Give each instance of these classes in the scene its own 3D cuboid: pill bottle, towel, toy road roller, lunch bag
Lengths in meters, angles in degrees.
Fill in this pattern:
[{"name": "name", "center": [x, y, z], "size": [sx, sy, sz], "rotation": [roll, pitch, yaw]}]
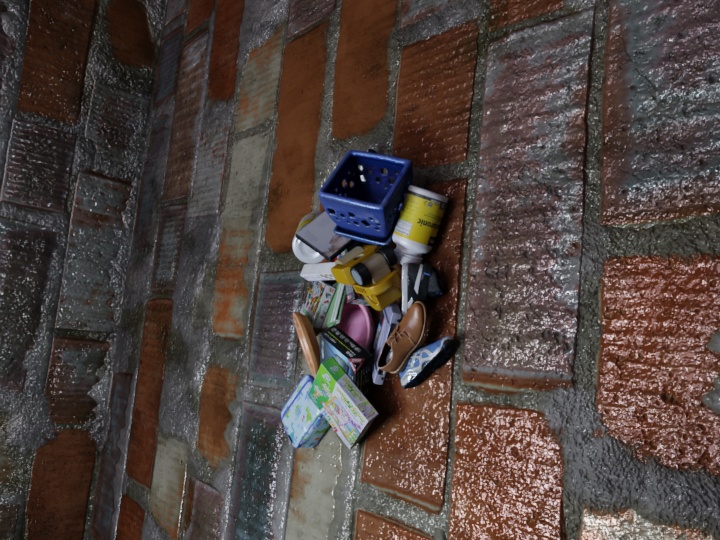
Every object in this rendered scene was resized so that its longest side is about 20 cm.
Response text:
[{"name": "pill bottle", "center": [0.148, -0.112, 1.611], "size": [0.111, 0.111, 0.202], "rotation": [28, 103, 48]}, {"name": "towel", "center": [-0.090, 0.112, 1.825], "size": [0.200, 0.023, 0.154], "rotation": [-40, 33, 58]}, {"name": "toy road roller", "center": [0.026, 0.022, 1.630], "size": [0.200, 0.122, 0.147], "rotation": [12, 132, 62]}, {"name": "lunch bag", "center": [-0.158, 0.426, 1.864], "size": [0.201, 0.082, 0.161], "rotation": [-55, 43, 24]}, {"name": "pill bottle", "center": [-0.141, -0.110, 1.885], "size": [0.112, 0.111, 0.200], "rotation": [-57, 11, 24]}]

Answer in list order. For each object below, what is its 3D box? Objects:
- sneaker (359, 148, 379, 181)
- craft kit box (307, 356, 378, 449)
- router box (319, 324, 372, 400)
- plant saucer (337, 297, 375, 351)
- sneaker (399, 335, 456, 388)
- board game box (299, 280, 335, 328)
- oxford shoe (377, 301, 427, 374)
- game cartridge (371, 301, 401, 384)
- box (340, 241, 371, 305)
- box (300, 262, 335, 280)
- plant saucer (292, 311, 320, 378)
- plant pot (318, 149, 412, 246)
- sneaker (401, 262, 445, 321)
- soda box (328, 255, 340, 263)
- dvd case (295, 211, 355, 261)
[{"name": "sneaker", "center": [0.008, -0.263, 1.837], "size": [0.086, 0.077, 0.202], "rotation": [1, 82, 52]}, {"name": "craft kit box", "center": [-0.052, 0.364, 1.675], "size": [0.200, 0.048, 0.198], "rotation": [48, 142, 19]}, {"name": "router box", "center": [-0.043, 0.270, 1.688], "size": [0.149, 0.062, 0.201], "rotation": [36, 139, 35]}, {"name": "plant saucer", "center": [-0.024, 0.180, 1.788], "size": [0.200, 0.051, 0.203], "rotation": [-14, 71, 47]}, {"name": "sneaker", "center": [0.158, 0.218, 1.546], "size": [0.200, 0.075, 0.077], "rotation": [-45, 55, 31]}, {"name": "board game box", "center": [-0.133, 0.093, 1.880], "size": [0.127, 0.034, 0.200], "rotation": [-69, 17, 1]}, {"name": "oxford shoe", "center": [0.103, 0.167, 1.530], "size": [0.071, 0.071, 0.202], "rotation": [34, 103, 47]}, {"name": "game cartridge", "center": [0.063, 0.185, 1.638], "size": [0.130, 0.038, 0.202], "rotation": [-116, 39, -72]}, {"name": "box", "center": [0.000, 0.000, 1.756], "size": [0.035, 0.109, 0.202], "rotation": [-32, 59, 43]}, {"name": "box", "center": [-0.106, 0.003, 1.830], "size": [0.199, 0.039, 0.042], "rotation": [-4, 58, 51]}, {"name": "plant saucer", "center": [-0.150, 0.213, 1.798], "size": [0.200, 0.037, 0.202], "rotation": [161, 90, -78]}, {"name": "plant pot", "center": [0.025, -0.185, 1.656], "size": [0.198, 0.181, 0.201], "rotation": [15, 53, 24]}, {"name": "sneaker", "center": [0.162, 0.078, 1.581], "size": [0.073, 0.111, 0.202], "rotation": [-71, -20, -64]}, {"name": "soda box", "center": [-0.041, -0.069, 1.856], "size": [0.068, 0.063, 0.202], "rotation": [20, 96, 51]}, {"name": "dvd case", "center": [-0.066, -0.121, 1.751], "size": [0.142, 0.200, 0.018], "rotation": [34, 149, 28]}]
